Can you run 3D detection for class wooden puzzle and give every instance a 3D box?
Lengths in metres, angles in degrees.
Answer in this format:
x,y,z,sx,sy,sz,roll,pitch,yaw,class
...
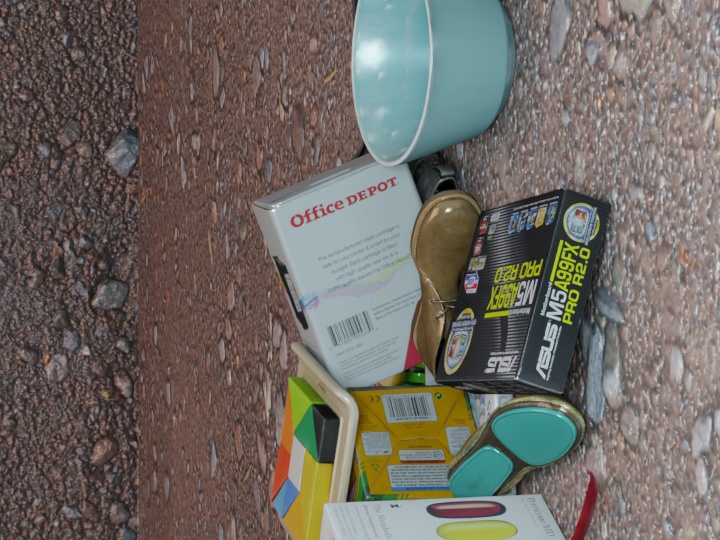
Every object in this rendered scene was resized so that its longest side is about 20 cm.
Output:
x,y,z,sx,sy,sz,roll,pitch,yaw,class
-0.048,0.185,1.693,0.185,0.037,0.201,-142,54,-69,wooden puzzle

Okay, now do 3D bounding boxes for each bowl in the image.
x,y,z,sx,sy,sz,roll,pitch,yaw,class
0.073,-0.195,1.652,0.201,0.104,0.202,180,90,-69,bowl

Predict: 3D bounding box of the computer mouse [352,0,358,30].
x,y,z,sx,sy,sz,roll,pitch,yaw,class
0.023,-0.260,1.899,0.139,0.052,0.201,66,-163,-58,computer mouse

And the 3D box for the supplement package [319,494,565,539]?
x,y,z,sx,sy,sz,roll,pitch,yaw,class
0.070,0.268,1.520,0.114,0.199,0.110,-118,31,-57,supplement package

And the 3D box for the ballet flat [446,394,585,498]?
x,y,z,sx,sy,sz,roll,pitch,yaw,class
0.137,0.139,1.532,0.200,0.070,0.071,132,136,-53,ballet flat

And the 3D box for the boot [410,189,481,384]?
x,y,z,sx,sy,sz,roll,pitch,yaw,class
0.085,0.019,1.635,0.076,0.073,0.201,-102,10,-50,boot

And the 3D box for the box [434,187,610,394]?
x,y,z,sx,sy,sz,roll,pitch,yaw,class
0.132,0.022,1.499,0.200,0.044,0.161,168,119,-73,box

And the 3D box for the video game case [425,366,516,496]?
x,y,z,sx,sy,sz,roll,pitch,yaw,class
0.103,0.166,1.716,0.200,0.024,0.183,163,106,-73,video game case

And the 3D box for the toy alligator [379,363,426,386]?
x,y,z,sx,sy,sz,roll,pitch,yaw,class
0.053,0.113,1.841,0.054,0.059,0.201,0,90,33,toy alligator

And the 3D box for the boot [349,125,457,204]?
x,y,z,sx,sy,sz,roll,pitch,yaw,class
0.046,-0.070,1.839,0.201,0.069,0.174,96,156,-44,boot

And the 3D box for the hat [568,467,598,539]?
x,y,z,sx,sy,sz,roll,pitch,yaw,class
0.173,0.304,1.463,0.176,0.165,0.200,-52,-3,-25,hat

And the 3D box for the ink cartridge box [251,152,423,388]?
x,y,z,sx,sy,sz,roll,pitch,yaw,class
0.000,0.000,1.737,0.201,0.145,0.083,70,167,-12,ink cartridge box

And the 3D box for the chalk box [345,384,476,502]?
x,y,z,sx,sy,sz,roll,pitch,yaw,class
0.030,0.215,1.710,0.200,0.124,0.124,109,155,-50,chalk box

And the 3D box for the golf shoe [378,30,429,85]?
x,y,z,sx,sy,sz,roll,pitch,yaw,class
0.044,-0.222,1.764,0.075,0.091,0.201,158,100,-70,golf shoe
